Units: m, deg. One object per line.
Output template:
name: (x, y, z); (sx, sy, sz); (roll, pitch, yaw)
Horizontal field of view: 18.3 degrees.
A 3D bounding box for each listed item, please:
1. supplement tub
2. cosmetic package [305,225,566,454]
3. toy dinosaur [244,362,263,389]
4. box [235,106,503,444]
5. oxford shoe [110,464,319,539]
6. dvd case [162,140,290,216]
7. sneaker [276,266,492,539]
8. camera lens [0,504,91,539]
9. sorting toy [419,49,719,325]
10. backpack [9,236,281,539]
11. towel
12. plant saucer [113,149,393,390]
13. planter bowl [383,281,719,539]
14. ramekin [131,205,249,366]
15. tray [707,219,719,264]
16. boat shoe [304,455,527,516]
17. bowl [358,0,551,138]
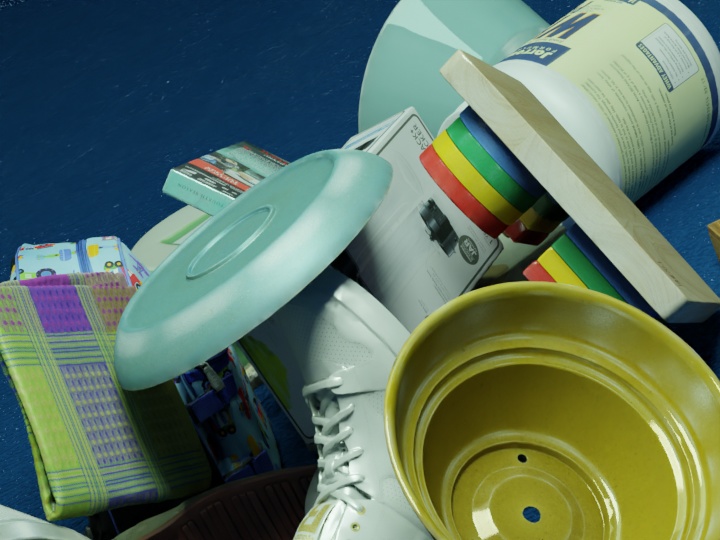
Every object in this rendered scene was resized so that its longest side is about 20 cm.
supplement tub: (0.165, -0.111, 1.672); (0.200, 0.146, 0.144); (-36, 22, -34)
cosmetic package: (0.051, 0.046, 1.496); (0.199, 0.072, 0.105); (-35, 22, -30)
toy dinosaur: (-0.040, 0.038, 1.618); (0.199, 0.088, 0.048); (-28, -23, -12)
box: (0.000, 0.000, 1.382); (0.060, 0.117, 0.200); (-23, 19, 39)
oxford shoe: (-0.093, 0.161, 1.363); (0.199, 0.071, 0.074); (-22, 16, 5)
dvd case: (-0.047, -0.045, 1.581); (0.145, 0.022, 0.200); (25, 14, 6)
sneaker: (-0.005, 0.103, 1.218); (0.115, 0.201, 0.074); (-39, 7, -33)
camera lens: (-0.224, 0.208, 1.246); (0.159, 0.161, 0.199); (-33, 21, -27)
sorting toy: (0.121, -0.031, 1.370); (0.070, 0.199, 0.200); (-43, -11, 10)
backpack: (-0.150, 0.063, 1.468); (0.134, 0.201, 0.183); (-23, 10, 0)
towel: (-0.152, 0.071, 1.288); (0.023, 0.145, 0.200); (-25, -7, 18)
plant saucer: (-0.068, -0.008, 1.275); (0.199, 0.027, 0.200); (-35, 16, 11)
planter bowl: (0.100, 0.111, 1.179); (0.200, 0.200, 0.084); (-36, -21, -33)
ramekin: (-0.086, 0.001, 1.741); (0.199, 0.098, 0.200); (-21, 19, 7)
tray: (0.297, -0.009, 1.410); (0.098, 0.037, 0.200); (-24, 18, -2)
boat shoe: (0.065, 0.104, 1.316); (0.199, 0.075, 0.093); (-34, 18, -23)
bowl: (0.101, -0.135, 1.788); (0.105, 0.202, 0.200); (21, 44, 38)
